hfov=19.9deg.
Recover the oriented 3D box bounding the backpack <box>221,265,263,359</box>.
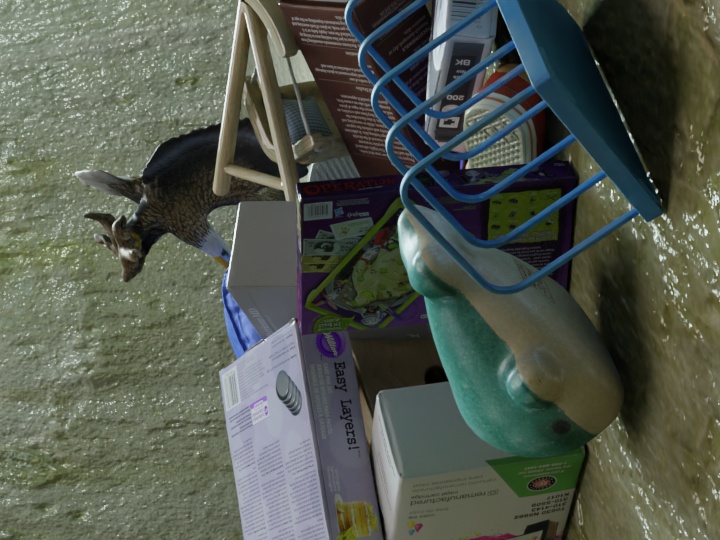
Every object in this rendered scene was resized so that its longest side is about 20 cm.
[{"bbox_3d":[-0.029,0.024,1.875,0.168,0.198,0.164,79,170,-72],"label":"backpack"}]

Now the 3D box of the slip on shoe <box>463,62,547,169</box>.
[{"bbox_3d":[0.110,-0.079,1.532,0.061,0.074,0.201,-60,-18,-29],"label":"slip on shoe"}]

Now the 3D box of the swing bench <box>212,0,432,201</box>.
[{"bbox_3d":[-0.022,-0.170,1.766,0.129,0.198,0.202,17,115,47],"label":"swing bench"}]

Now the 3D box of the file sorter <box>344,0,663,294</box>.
[{"bbox_3d":[0.083,-0.105,1.293,0.139,0.122,0.201,43,-160,-38],"label":"file sorter"}]

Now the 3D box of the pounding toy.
[{"bbox_3d":[0.067,0.114,1.766,0.185,0.141,0.201,101,151,-63],"label":"pounding toy"}]

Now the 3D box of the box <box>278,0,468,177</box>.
[{"bbox_3d":[0.024,-0.148,1.660,0.100,0.075,0.201,14,136,50],"label":"box"}]

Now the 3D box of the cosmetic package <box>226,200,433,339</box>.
[{"bbox_3d":[0.000,0.000,1.668,0.107,0.198,0.091,57,-147,-59],"label":"cosmetic package"}]

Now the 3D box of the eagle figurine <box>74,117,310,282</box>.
[{"bbox_3d":[-0.148,-0.069,1.895,0.151,0.200,0.151,33,159,48],"label":"eagle figurine"}]

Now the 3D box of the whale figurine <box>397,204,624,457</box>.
[{"bbox_3d":[0.084,0.046,1.352,0.200,0.104,0.160,40,-163,-30],"label":"whale figurine"}]

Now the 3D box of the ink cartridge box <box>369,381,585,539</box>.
[{"bbox_3d":[0.082,0.173,1.572,0.201,0.143,0.084,96,164,-51],"label":"ink cartridge box"}]

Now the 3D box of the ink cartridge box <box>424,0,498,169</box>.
[{"bbox_3d":[0.077,-0.201,1.566,0.201,0.043,0.200,98,178,-60],"label":"ink cartridge box"}]

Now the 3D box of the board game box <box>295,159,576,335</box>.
[{"bbox_3d":[0.053,-0.016,1.468,0.032,0.198,0.121,-108,16,-57],"label":"board game box"}]

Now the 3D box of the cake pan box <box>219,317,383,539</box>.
[{"bbox_3d":[-0.053,0.149,1.630,0.200,0.052,0.186,144,120,-62],"label":"cake pan box"}]

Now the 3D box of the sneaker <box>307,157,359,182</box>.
[{"bbox_3d":[-0.001,-0.135,1.983,0.201,0.073,0.082,-65,10,-11],"label":"sneaker"}]
